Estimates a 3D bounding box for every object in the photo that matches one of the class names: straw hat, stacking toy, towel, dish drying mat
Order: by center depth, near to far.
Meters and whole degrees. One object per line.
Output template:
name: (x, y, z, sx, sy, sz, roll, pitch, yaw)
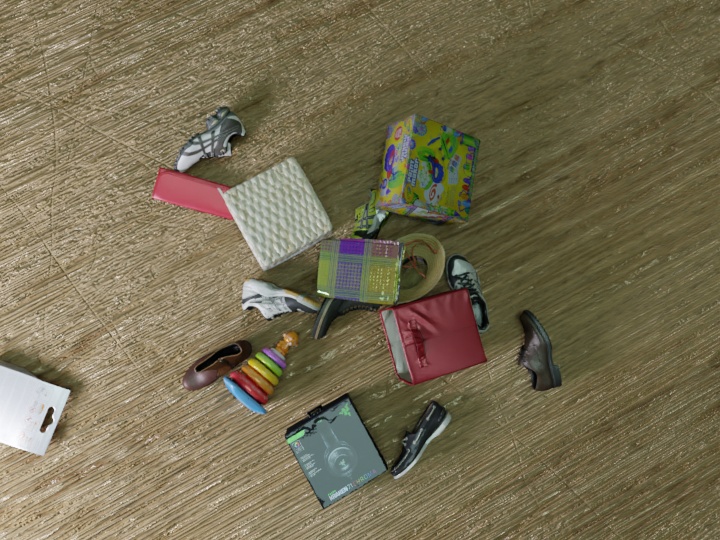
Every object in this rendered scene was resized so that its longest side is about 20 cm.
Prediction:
towel: (0.000, 0.000, 1.254, 0.197, 0.023, 0.146, 4, 84, 14)
stacking toy: (-0.216, 0.222, 1.285, 0.116, 0.110, 0.201, 43, 74, -15)
straw hat: (0.125, 0.016, 1.312, 0.199, 0.085, 0.203, -14, 49, 17)
dish drying mat: (-0.392, -0.184, 1.320, 0.198, 0.018, 0.078, 15, 95, -11)

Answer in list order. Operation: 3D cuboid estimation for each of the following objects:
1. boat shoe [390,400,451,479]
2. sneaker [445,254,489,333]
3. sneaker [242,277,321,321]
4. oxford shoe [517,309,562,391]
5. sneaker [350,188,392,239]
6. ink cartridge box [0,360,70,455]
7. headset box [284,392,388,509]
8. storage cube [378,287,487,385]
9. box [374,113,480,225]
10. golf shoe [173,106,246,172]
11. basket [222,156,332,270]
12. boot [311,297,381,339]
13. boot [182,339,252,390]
boat shoe: (0.131, 0.398, 1.299, 0.060, 0.074, 0.200, 43, 82, 0)
sneaker: (0.265, 0.054, 1.316, 0.075, 0.088, 0.202, -20, 86, -3)
sneaker: (-0.188, 0.081, 1.299, 0.198, 0.076, 0.089, 15, 91, 16)
oxford shoe: (0.417, 0.196, 1.330, 0.083, 0.073, 0.202, -17, 87, -2)
sneaker: (0.010, -0.108, 1.331, 0.076, 0.076, 0.201, 31, 72, 8)
ink cartridge box: (-0.788, 0.314, 1.269, 0.198, 0.047, 0.162, 21, 85, -7)
headset box: (-0.060, 0.406, 1.277, 0.173, 0.093, 0.201, -28, 88, -5)
storage cube: (0.161, 0.148, 1.259, 0.178, 0.200, 0.173, -15, 86, -10)
box: (0.157, -0.227, 1.286, 0.191, 0.122, 0.203, 13, 84, -28)
golf shoe: (-0.360, -0.293, 1.316, 0.200, 0.078, 0.094, -44, 105, 7)
basket: (-0.187, -0.131, 1.265, 0.197, 0.161, 0.201, -29, 93, -7)
boot: (-0.022, 0.093, 1.313, 0.137, 0.077, 0.202, 27, 86, -6)
boot: (-0.331, 0.218, 1.220, 0.187, 0.200, 0.069, -24, 87, -5)
